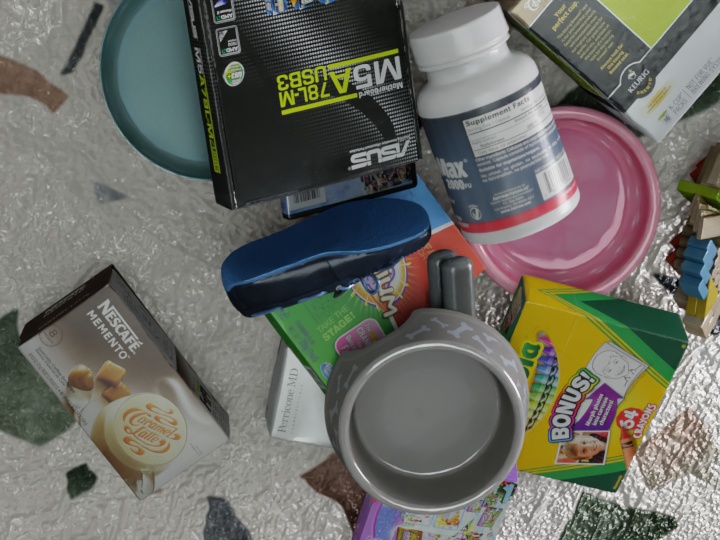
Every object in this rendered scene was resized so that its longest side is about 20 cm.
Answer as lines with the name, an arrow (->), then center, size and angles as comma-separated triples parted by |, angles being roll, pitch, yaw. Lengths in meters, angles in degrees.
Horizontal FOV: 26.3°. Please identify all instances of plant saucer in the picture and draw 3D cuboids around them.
plant saucer -> -0.141, -0.182, 1.411 | 0.199, 0.027, 0.202 | 0, 89, -17
plant saucer -> 0.198, -0.067, 1.538 | 0.199, 0.051, 0.202 | -1, 106, -5

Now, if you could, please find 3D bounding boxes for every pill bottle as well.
pill bottle -> 0.118, -0.137, 1.422 | 0.119, 0.120, 0.201 | -21, 107, 0

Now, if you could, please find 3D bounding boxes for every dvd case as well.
dvd case -> -0.021, -0.159, 1.424 | 0.142, 0.018, 0.201 | -16, 108, -26

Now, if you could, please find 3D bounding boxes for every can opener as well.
can opener -> 0.101, 0.075, 1.493 | 0.066, 0.053, 0.201 | -20, 113, -26

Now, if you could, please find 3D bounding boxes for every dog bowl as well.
dog bowl -> 0.065, 0.138, 1.447 | 0.198, 0.059, 0.202 | -1, 109, -3

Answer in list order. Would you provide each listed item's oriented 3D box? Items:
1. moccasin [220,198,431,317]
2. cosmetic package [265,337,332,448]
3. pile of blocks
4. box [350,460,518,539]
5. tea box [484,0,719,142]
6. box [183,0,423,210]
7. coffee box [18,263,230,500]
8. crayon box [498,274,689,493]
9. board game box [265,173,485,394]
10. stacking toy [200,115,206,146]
moccasin -> -0.030, -0.012, 1.431 | 0.199, 0.081, 0.068 | -14, 134, 0
cosmetic package -> 0.010, 0.130, 1.562 | 0.198, 0.074, 0.102 | 9, 103, -9
pile of blocks -> 0.335, -0.035, 1.550 | 0.082, 0.062, 0.202 | -6, 108, -48
box -> 0.069, 0.259, 1.579 | 0.136, 0.039, 0.201 | 10, 130, -8
tea box -> 0.259, -0.264, 1.448 | 0.196, 0.134, 0.200 | 39, 98, -15
box -> -0.048, -0.170, 1.369 | 0.199, 0.047, 0.195 | -16, 106, -25
coffee box -> -0.232, 0.110, 1.528 | 0.114, 0.080, 0.201 | -34, 106, 4
crayon box -> 0.212, 0.118, 1.559 | 0.171, 0.058, 0.201 | 13, 120, -10
board game box -> 0.000, 0.000, 1.495 | 0.200, 0.040, 0.153 | -40, 100, -12
stacking toy -> -0.060, -0.139, 1.487 | 0.198, 0.085, 0.086 | -2, 105, -12
